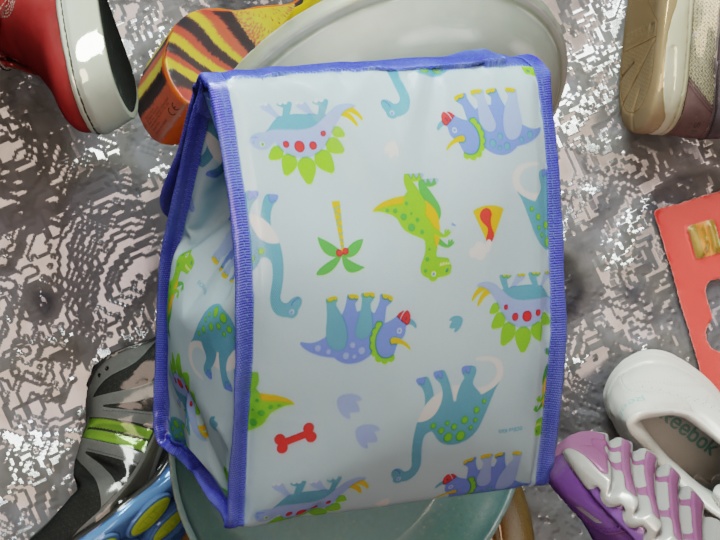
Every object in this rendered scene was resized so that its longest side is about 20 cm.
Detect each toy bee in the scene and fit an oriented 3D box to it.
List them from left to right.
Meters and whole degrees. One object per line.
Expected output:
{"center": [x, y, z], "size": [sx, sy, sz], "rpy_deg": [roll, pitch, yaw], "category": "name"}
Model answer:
{"center": [-0.035, -0.109, 1.022], "size": [0.131, 0.200, 0.109], "rpy_deg": [-34, 60, 26], "category": "toy bee"}

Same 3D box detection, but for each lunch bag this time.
{"center": [0.000, 0.000, 0.891], "size": [0.170, 0.127, 0.200], "rpy_deg": [-7, 114, -25], "category": "lunch bag"}

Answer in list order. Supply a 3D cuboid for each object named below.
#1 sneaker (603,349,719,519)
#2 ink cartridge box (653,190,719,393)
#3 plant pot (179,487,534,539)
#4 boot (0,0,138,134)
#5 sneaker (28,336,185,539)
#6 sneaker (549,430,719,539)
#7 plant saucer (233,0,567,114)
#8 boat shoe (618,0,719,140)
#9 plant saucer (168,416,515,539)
{"center": [0.218, 0.118, 1.034], "size": [0.200, 0.088, 0.075], "rpy_deg": [28, 104, -2], "category": "sneaker"}
{"center": [0.281, 0.012, 1.076], "size": [0.200, 0.050, 0.161], "rpy_deg": [-16, 90, -10], "category": "ink cartridge box"}
{"center": [-0.002, 0.155, 1.043], "size": [0.200, 0.027, 0.200], "rpy_deg": [0, 88, -7], "category": "plant pot"}
{"center": [-0.194, -0.115, 0.963], "size": [0.144, 0.200, 0.072], "rpy_deg": [-19, 131, -7], "category": "boot"}
{"center": [-0.115, 0.089, 1.013], "size": [0.083, 0.071, 0.200], "rpy_deg": [31, 79, 24], "category": "sneaker"}
{"center": [0.158, 0.169, 0.980], "size": [0.200, 0.080, 0.088], "rpy_deg": [45, 113, -3], "category": "sneaker"}
{"center": [0.018, -0.061, 0.973], "size": [0.200, 0.200, 0.050], "rpy_deg": [-19, 57, -8], "category": "plant saucer"}
{"center": [0.188, -0.167, 1.063], "size": [0.065, 0.072, 0.200], "rpy_deg": [12, 83, -19], "category": "boat shoe"}
{"center": [-0.009, 0.080, 0.991], "size": [0.200, 0.036, 0.200], "rpy_deg": [-3, 97, -26], "category": "plant saucer"}
